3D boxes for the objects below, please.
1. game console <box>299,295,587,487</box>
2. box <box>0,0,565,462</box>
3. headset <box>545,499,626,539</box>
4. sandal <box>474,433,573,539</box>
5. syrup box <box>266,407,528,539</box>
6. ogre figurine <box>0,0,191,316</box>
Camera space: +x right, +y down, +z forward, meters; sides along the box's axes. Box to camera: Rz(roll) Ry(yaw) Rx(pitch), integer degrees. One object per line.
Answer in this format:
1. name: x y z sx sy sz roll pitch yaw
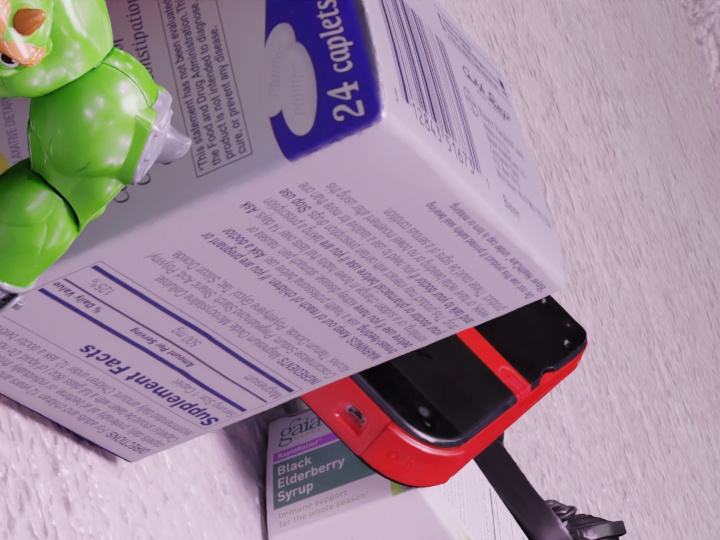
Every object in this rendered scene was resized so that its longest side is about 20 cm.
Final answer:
1. game console: 0.000 0.000 1.177 0.200 0.031 0.177 45 33 8
2. box: -0.053 -0.029 0.939 0.184 0.199 0.105 39 32 -60
3. headset: 0.120 0.196 1.488 0.200 0.094 0.124 73 3 -50
4. sandal: 0.058 0.078 1.330 0.201 0.048 0.075 51 -13 22
5. syrup box: 0.034 0.147 1.215 0.200 0.079 0.082 55 21 -38
6. ogre figurine: -0.136 -0.076 0.777 0.201 0.120 0.098 67 16 -4
